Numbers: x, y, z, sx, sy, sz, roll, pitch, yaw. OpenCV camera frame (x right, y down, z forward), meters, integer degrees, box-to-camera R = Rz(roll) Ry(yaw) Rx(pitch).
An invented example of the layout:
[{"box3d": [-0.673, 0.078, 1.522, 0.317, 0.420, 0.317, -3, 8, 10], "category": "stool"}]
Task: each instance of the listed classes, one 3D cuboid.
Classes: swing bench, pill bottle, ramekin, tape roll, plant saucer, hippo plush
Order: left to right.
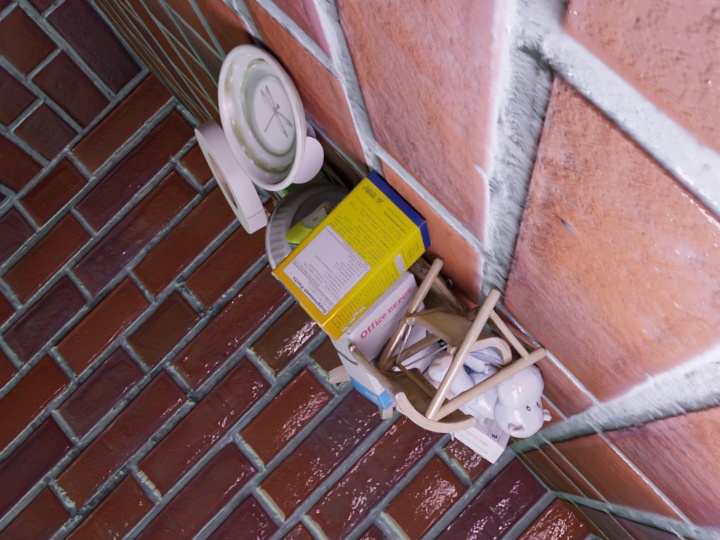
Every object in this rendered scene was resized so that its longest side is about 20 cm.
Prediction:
[{"box3d": [-0.222, -0.160, 1.379, 0.204, 0.037, 0.203, 57, 168, 19], "category": "tape roll"}, {"box3d": [-0.127, -0.215, 1.123, 0.199, 0.050, 0.204, 28, 129, 42], "category": "plant saucer"}, {"box3d": [-0.135, -0.209, 1.259, 0.200, 0.104, 0.104, 42, 175, 47], "category": "pill bottle"}, {"box3d": [-0.059, -0.053, 1.377, 0.200, 0.200, 0.105, 47, 167, -11], "category": "ramekin"}, {"box3d": [0.112, 0.113, 1.120, 0.130, 0.200, 0.199, 47, 176, -24], "category": "swing bench"}, {"box3d": [0.200, 0.202, 1.251, 0.160, 0.157, 0.204, 23, 117, 50], "category": "hippo plush"}]

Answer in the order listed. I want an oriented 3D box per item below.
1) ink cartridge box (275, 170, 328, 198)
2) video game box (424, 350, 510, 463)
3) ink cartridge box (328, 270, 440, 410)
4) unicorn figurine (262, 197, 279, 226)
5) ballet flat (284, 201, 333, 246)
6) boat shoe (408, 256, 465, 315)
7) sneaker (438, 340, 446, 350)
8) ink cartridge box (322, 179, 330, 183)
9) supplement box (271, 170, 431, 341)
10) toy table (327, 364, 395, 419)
[{"box3d": [-0.143, -0.194, 1.616, 0.200, 0.084, 0.146, 44, 175, 24], "category": "ink cartridge box"}, {"box3d": [0.201, 0.233, 1.469, 0.181, 0.047, 0.200, 36, -148, 7], "category": "video game box"}, {"box3d": [0.036, 0.101, 1.291, 0.083, 0.145, 0.202, 31, 155, 41], "category": "ink cartridge box"}, {"box3d": [-0.126, -0.092, 1.694, 0.138, 0.198, 0.074, 48, 134, 22], "category": "unicorn figurine"}, {"box3d": [-0.031, -0.075, 1.252, 0.196, 0.067, 0.068, 3, 122, 22], "category": "ballet flat"}, {"box3d": [0.103, 0.010, 1.306, 0.200, 0.062, 0.074, 43, 149, 19], "category": "boat shoe"}, {"box3d": [0.162, 0.093, 1.450, 0.200, 0.074, 0.078, 52, -162, -69], "category": "sneaker"}, {"box3d": [-0.060, -0.056, 1.551, 0.084, 0.145, 0.200, 42, 174, 32], "category": "ink cartridge box"}, {"box3d": [-0.009, -0.017, 1.119, 0.109, 0.200, 0.110, 44, 176, 18], "category": "supplement box"}, {"box3d": [0.034, 0.164, 1.453, 0.118, 0.180, 0.204, 106, 164, -59], "category": "toy table"}]
